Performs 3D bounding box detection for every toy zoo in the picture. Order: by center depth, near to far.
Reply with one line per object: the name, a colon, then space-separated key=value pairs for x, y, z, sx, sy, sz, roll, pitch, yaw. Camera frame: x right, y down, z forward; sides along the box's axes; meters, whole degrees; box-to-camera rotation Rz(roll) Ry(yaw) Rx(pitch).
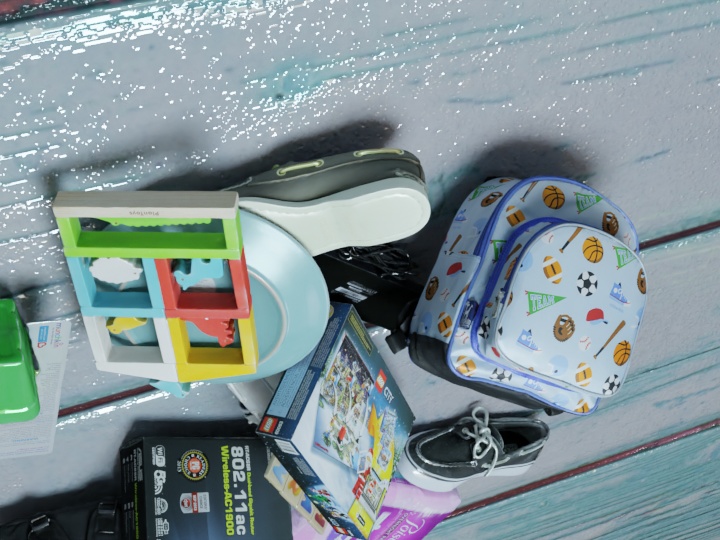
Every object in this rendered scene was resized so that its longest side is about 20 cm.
toy zoo: x=-0.148 y=0.024 z=0.814 sx=0.130 sy=0.021 sz=0.201 roll=0 pitch=132 yaw=3

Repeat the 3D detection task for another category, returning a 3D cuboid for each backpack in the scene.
backpack: x=0.149 y=0.015 z=0.913 sx=0.199 sy=0.154 sz=0.191 roll=21 pitch=77 yaw=-30
backpack: x=-0.251 y=0.332 z=1.012 sx=0.162 sy=0.201 sz=0.154 roll=-12 pitch=155 yaw=-19

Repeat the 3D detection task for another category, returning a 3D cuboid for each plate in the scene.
plate: x=-0.124 y=0.030 z=0.849 sx=0.199 sy=0.026 sz=0.201 roll=2 pitch=133 yaw=2

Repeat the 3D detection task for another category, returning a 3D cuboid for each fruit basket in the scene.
fruit basket: x=-0.328 y=0.101 z=0.840 sx=0.184 sy=0.094 sz=0.200 roll=-5 pitch=149 yaw=-24

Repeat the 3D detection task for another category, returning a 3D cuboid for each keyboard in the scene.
keyboard: x=0.000 y=0.000 z=0.951 sx=0.104 sy=0.040 sz=0.200 roll=-27 pitch=146 yaw=35

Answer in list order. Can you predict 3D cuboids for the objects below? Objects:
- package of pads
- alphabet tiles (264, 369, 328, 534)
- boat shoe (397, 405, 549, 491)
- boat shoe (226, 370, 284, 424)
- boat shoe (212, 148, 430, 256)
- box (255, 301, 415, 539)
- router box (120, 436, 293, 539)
package of pads: x=-0.001 y=0.246 z=1.156 sx=0.200 sy=0.076 sz=0.121 roll=20 pitch=123 yaw=-41
alphabet tiles: x=-0.030 y=0.144 z=0.999 sx=0.006 sy=0.167 sz=0.200 roll=7 pitch=149 yaw=28
boat shoe: x=0.128 y=0.192 z=1.171 sx=0.199 sy=0.074 sz=0.068 roll=6 pitch=133 yaw=-33
boat shoe: x=-0.081 y=0.116 z=0.991 sx=0.068 sy=0.072 sz=0.200 roll=-12 pitch=147 yaw=13
boat shoe: x=-0.047 y=-0.051 z=0.834 sx=0.201 sy=0.060 sz=0.072 roll=-9 pitch=137 yaw=6
box: x=-0.015 y=0.140 z=0.978 sx=0.038 sy=0.137 sz=0.200 roll=7 pitch=146 yaw=28
router box: x=-0.140 y=0.256 z=0.996 sx=0.149 sy=0.201 sz=0.062 roll=6 pitch=159 yaw=-33
